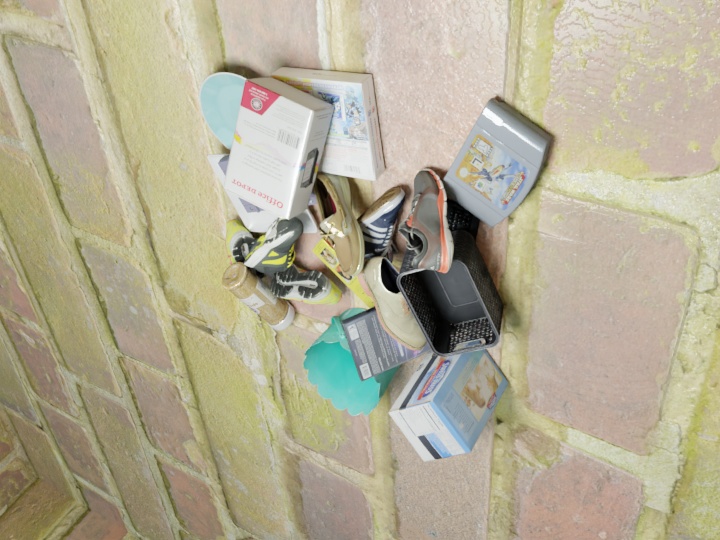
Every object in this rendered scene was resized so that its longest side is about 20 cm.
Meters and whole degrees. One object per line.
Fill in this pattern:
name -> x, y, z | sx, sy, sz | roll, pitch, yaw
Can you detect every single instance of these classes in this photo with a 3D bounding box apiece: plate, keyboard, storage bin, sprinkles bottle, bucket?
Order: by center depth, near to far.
storage bin -> 0.165, 0.044, 1.369 | 0.133, 0.094, 0.202 | -15, 120, 26
keyboard -> 0.152, -0.038, 1.386 | 0.103, 0.040, 0.203 | 24, 135, 19
plate -> -0.222, -0.297, 1.462 | 0.197, 0.026, 0.202 | 21, 141, 18
plate -> -0.193, -0.163, 1.542 | 0.197, 0.033, 0.202 | 3, 133, 35
bucket -> -0.011, 0.192, 1.635 | 0.204, 0.135, 0.210 | 20, 134, 23
sprinkles bottle -> -0.225, 0.059, 1.688 | 0.067, 0.069, 0.200 | 4, 151, 35

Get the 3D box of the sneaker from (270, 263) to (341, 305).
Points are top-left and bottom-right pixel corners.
sneaker -> -0.117, 0.039, 1.629 | 0.090, 0.080, 0.198 | 27, 173, -41

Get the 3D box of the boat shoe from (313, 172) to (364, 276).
boat shoe -> -0.046, -0.085, 1.396 | 0.074, 0.065, 0.204 | -36, 63, 48

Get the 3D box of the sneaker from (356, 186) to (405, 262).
sneaker -> 0.047, -0.069, 1.422 | 0.108, 0.070, 0.199 | 43, 136, -8

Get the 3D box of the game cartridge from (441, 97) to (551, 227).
game cartridge -> 0.219, -0.165, 1.230 | 0.133, 0.041, 0.201 | 39, 139, 11

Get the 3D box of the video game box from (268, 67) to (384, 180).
video game box -> -0.059, -0.264, 1.358 | 0.197, 0.047, 0.185 | 14, 133, 29

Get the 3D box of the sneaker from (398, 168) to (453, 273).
sneaker -> 0.102, -0.089, 1.272 | 0.080, 0.203, 0.078 | -2, 145, -9

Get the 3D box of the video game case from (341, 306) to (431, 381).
video game case -> 0.072, 0.121, 1.490 | 0.019, 0.197, 0.145 | -127, 17, -58

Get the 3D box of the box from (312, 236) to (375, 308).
box -> 0.000, 0.000, 1.514 | 0.200, 0.075, 0.050 | 45, 137, -1

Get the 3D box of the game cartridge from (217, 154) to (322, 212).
game cartridge -> -0.175, -0.176, 1.463 | 0.197, 0.039, 0.131 | -3, 133, 37

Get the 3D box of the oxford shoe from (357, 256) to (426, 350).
oxford shoe -> 0.069, 0.063, 1.403 | 0.201, 0.071, 0.073 | 53, 147, -12

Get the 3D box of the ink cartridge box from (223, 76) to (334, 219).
ink cartridge box -> -0.145, -0.216, 1.328 | 0.146, 0.085, 0.203 | 27, 118, 17

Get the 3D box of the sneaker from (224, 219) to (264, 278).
sneaker -> -0.265, -0.038, 1.703 | 0.091, 0.077, 0.202 | 56, 156, 31

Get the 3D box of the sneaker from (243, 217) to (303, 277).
sneaker -> -0.162, -0.049, 1.568 | 0.084, 0.076, 0.199 | 33, 144, -21

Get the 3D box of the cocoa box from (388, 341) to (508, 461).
cocoa box -> 0.175, 0.248, 1.485 | 0.130, 0.200, 0.134 | -26, 106, 47
